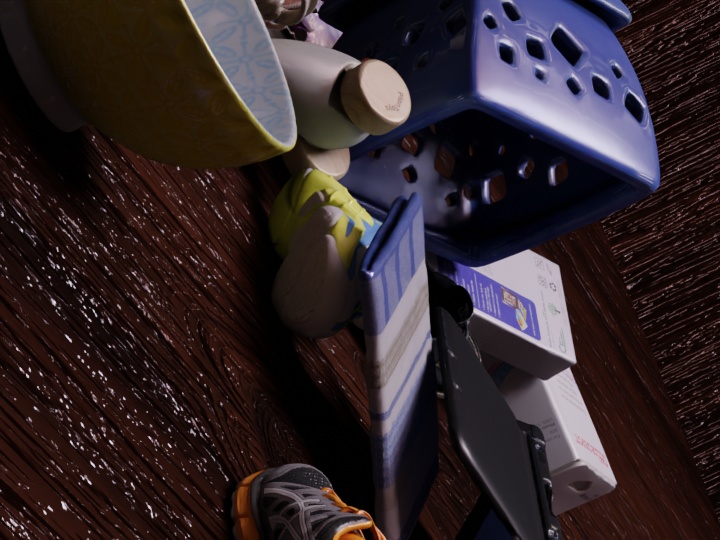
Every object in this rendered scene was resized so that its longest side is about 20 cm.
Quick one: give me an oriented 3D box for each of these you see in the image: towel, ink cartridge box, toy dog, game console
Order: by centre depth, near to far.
[{"bbox_3d":[0.022,0.066,1.685,0.147,0.024,0.200,-61,150,-64],"label":"towel"},{"bbox_3d":[0.065,0.153,1.752,0.116,0.176,0.200,24,22,-12],"label":"game console"},{"bbox_3d":[-0.048,-0.152,1.813,0.200,0.132,0.096,58,30,-32],"label":"toy dog"},{"bbox_3d":[0.086,0.008,2.105,0.200,0.039,0.100,29,42,-39],"label":"ink cartridge box"},{"bbox_3d":[0.127,0.098,2.233,0.200,0.087,0.145,66,11,19],"label":"ink cartridge box"}]

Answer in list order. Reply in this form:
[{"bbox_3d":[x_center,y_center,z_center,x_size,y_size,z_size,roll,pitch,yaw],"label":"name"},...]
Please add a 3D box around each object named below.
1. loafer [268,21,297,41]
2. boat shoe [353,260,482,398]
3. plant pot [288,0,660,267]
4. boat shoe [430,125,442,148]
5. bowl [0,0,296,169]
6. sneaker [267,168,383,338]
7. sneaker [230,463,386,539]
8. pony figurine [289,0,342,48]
[{"bbox_3d":[-0.082,-0.205,1.872,0.073,0.071,0.200,33,-15,44],"label":"loafer"},{"bbox_3d":[0.048,0.029,1.964,0.199,0.066,0.075,47,37,-41],"label":"boat shoe"},{"bbox_3d":[0.084,-0.137,1.983,0.200,0.200,0.180,24,56,-36],"label":"plant pot"},{"bbox_3d":[0.102,-0.188,2.870,0.065,0.071,0.200,63,11,-13],"label":"boat shoe"},{"bbox_3d":[-0.125,-0.131,1.417,0.200,0.108,0.200,61,11,-20],"label":"bowl"},{"bbox_3d":[0.000,0.000,1.749,0.105,0.076,0.200,29,21,-17],"label":"sneaker"},{"bbox_3d":[-0.019,0.149,1.368,0.078,0.077,0.200,59,9,-19],"label":"sneaker"},{"bbox_3d":[-0.006,-0.232,2.125,0.167,0.200,0.193,58,18,22],"label":"pony figurine"}]
